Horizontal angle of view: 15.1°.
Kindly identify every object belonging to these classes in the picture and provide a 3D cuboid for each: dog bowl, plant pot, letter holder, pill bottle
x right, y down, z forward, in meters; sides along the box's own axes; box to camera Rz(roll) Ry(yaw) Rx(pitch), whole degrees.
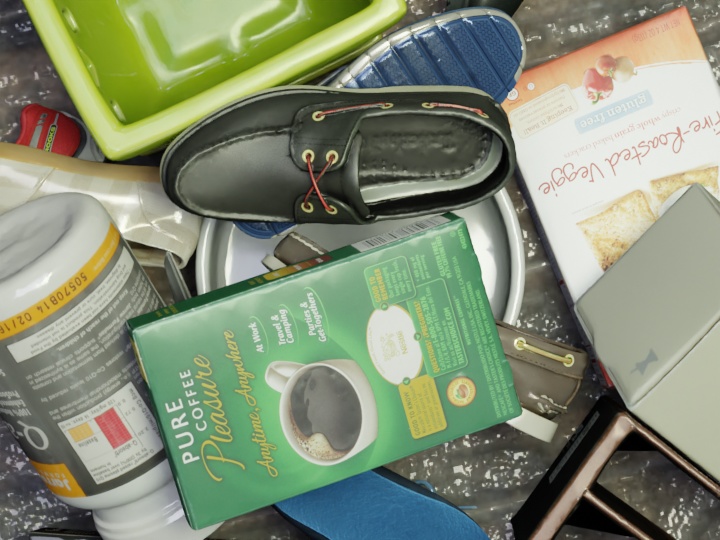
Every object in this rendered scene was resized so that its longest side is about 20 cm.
[{"bbox_3d":[0.000,0.000,1.656,0.198,0.079,0.202,0,88,0],"label":"dog bowl"},{"bbox_3d":[-0.097,-0.186,1.615,0.199,0.181,0.200,-26,87,0],"label":"plant pot"},{"bbox_3d":[0.174,0.158,1.582,0.142,0.200,0.101,36,91,2],"label":"letter holder"},{"bbox_3d":[-0.152,0.064,1.561,0.116,0.116,0.201,-30,114,-1],"label":"pill bottle"}]

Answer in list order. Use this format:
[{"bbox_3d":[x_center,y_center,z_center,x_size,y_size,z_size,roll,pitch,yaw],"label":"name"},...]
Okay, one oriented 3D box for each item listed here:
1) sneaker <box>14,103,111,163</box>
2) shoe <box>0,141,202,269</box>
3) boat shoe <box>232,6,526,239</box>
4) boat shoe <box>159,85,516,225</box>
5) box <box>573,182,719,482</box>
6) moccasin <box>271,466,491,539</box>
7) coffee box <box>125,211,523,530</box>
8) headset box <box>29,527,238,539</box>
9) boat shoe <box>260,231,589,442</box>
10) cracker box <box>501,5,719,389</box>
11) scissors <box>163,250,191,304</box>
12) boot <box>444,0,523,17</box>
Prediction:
[{"bbox_3d":[-0.238,-0.017,1.669,0.085,0.077,0.200,37,78,7],"label":"sneaker"},{"bbox_3d":[-0.190,-0.036,1.598,0.198,0.070,0.054,5,66,1],"label":"shoe"},{"bbox_3d":[0.002,-0.094,1.579,0.199,0.072,0.073,-30,105,-1],"label":"boat shoe"},{"bbox_3d":[-0.012,-0.063,1.514,0.200,0.063,0.074,-7,111,-5],"label":"boat shoe"},{"bbox_3d":[0.240,0.066,1.579,0.200,0.128,0.109,38,104,-27],"label":"box"},{"bbox_3d":[0.015,0.148,1.643,0.200,0.068,0.081,42,86,-25],"label":"moccasin"},{"bbox_3d":[-0.021,0.054,1.510,0.199,0.044,0.124,-20,103,-8],"label":"coffee box"},{"bbox_3d":[-0.104,0.237,1.647,0.198,0.075,0.150,3,87,1],"label":"headset box"},{"bbox_3d":[0.038,0.027,1.579,0.199,0.072,0.060,30,91,-3],"label":"boat shoe"},{"bbox_3d":[0.174,-0.043,1.666,0.133,0.058,0.201,-22,88,0],"label":"cracker box"},{"bbox_3d":[-0.083,0.069,1.620,0.073,0.201,0.014,18,45,16],"label":"scissors"},{"bbox_3d":[0.149,-0.209,1.667,0.161,0.073,0.200,18,82,4],"label":"boot"}]
